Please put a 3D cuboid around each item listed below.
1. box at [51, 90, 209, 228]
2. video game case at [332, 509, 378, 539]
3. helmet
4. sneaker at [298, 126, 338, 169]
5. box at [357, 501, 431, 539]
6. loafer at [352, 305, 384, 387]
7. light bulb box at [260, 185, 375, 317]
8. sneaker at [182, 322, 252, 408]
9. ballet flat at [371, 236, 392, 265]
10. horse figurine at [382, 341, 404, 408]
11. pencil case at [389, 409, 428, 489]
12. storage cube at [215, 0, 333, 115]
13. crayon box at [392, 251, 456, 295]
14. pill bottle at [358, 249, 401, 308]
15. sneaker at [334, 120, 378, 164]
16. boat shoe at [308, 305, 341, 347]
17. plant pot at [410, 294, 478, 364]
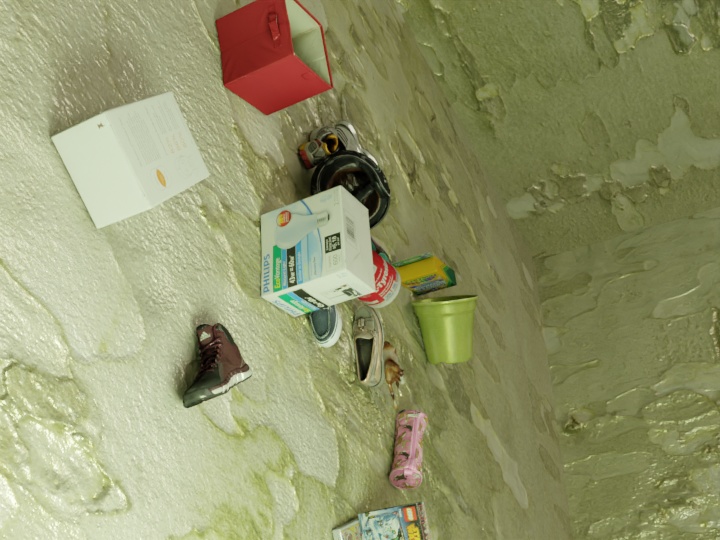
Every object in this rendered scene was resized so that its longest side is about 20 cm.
[{"bbox_3d":[-0.348,-0.176,1.222,0.153,0.106,0.200,67,23,-13],"label":"box"},{"bbox_3d":[0.013,0.599,1.608,0.200,0.023,0.183,11,64,-65],"label":"video game case"},{"bbox_3d":[-0.024,-0.188,1.886,0.191,0.199,0.201,13,60,-88],"label":"helmet"},{"bbox_3d":[-0.085,-0.312,1.970,0.078,0.082,0.200,63,24,-22],"label":"sneaker"},{"bbox_3d":[0.079,0.574,1.572,0.040,0.137,0.201,20,56,-60],"label":"box"},{"bbox_3d":[0.015,0.176,1.871,0.063,0.072,0.201,18,60,-55],"label":"loafer"},{"bbox_3d":[-0.090,-0.036,1.601,0.125,0.200,0.199,38,40,-52],"label":"light bulb box"},{"bbox_3d":[-0.250,0.147,1.278,0.200,0.075,0.116,-23,90,-78],"label":"sneaker"},{"bbox_3d":[0.026,-0.052,2.075,0.200,0.069,0.071,54,9,-37],"label":"ballet flat"},{"bbox_3d":[0.075,0.234,1.914,0.200,0.050,0.133,-102,180,-57],"label":"horse figurine"},{"bbox_3d":[0.117,0.429,1.900,0.087,0.083,0.200,59,27,-32],"label":"pencil case"},{"bbox_3d":[-0.186,-0.469,1.720,0.200,0.179,0.172,25,51,-62],"label":"storage cube"},{"bbox_3d":[0.187,0.013,2.308,0.200,0.125,0.052,31,47,-58],"label":"crayon box"},{"bbox_3d":[0.000,0.000,1.839,0.200,0.112,0.113,38,40,-46],"label":"pill bottle"},{"bbox_3d":[-0.026,-0.296,2.134,0.201,0.076,0.115,55,36,-19],"label":"sneaker"},{"bbox_3d":[-0.097,0.065,1.693,0.091,0.071,0.201,44,29,-47],"label":"boat shoe"},{"bbox_3d":[0.251,0.173,2.295,0.200,0.200,0.185,-9,94,-68],"label":"plant pot"}]
